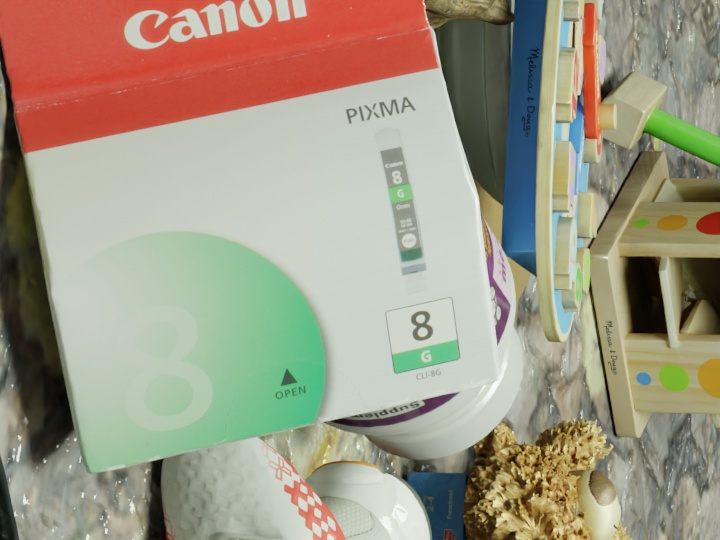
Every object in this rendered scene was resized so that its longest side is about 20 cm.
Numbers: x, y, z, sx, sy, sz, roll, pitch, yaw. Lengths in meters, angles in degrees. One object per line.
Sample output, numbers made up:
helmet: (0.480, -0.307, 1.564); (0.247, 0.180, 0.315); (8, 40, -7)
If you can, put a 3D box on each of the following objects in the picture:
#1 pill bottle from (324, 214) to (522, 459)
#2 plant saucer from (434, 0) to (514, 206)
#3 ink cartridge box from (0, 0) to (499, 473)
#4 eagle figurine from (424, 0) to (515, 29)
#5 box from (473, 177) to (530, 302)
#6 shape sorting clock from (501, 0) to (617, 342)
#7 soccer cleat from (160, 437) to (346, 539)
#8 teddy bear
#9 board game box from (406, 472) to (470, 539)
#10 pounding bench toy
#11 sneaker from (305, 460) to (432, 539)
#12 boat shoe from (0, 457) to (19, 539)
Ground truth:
pill bottle: (0.000, 0.000, 1.225); (0.200, 0.112, 0.113); (54, 43, -55)
plant saucer: (0.062, -0.121, 1.369); (0.200, 0.050, 0.201); (2, 90, -78)
ink cartridge box: (-0.041, -0.038, 1.073); (0.050, 0.161, 0.200); (-120, -161, -64)
eagle figurine: (0.001, -0.191, 1.243); (0.200, 0.151, 0.152); (65, -25, 13)
box: (0.055, -0.052, 1.465); (0.200, 0.021, 0.164); (-60, 143, -48)
shape sorting clock: (0.095, -0.068, 1.322); (0.200, 0.039, 0.201); (3, 90, -77)
soccer cleat: (-0.030, 0.154, 1.155); (0.085, 0.068, 0.200); (-6, 76, -76)
teddy bear: (0.110, 0.148, 1.455); (0.145, 0.067, 0.200); (-69, 149, -45)
board game box: (0.059, 0.206, 1.467); (0.151, 0.037, 0.201); (22, 69, -66)
pounding bench toy: (0.223, -0.017, 1.693); (0.124, 0.156, 0.200); (-55, 140, -52)
sneaker: (-0.001, 0.187, 1.299); (0.092, 0.076, 0.200); (-49, 128, -46)
boat shoe: (-0.130, 0.120, 0.979); (0.075, 0.066, 0.200); (-43, 129, -60)
